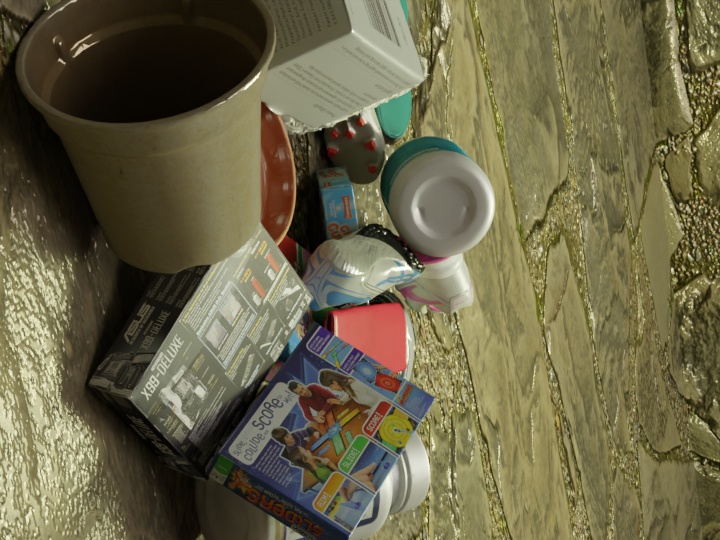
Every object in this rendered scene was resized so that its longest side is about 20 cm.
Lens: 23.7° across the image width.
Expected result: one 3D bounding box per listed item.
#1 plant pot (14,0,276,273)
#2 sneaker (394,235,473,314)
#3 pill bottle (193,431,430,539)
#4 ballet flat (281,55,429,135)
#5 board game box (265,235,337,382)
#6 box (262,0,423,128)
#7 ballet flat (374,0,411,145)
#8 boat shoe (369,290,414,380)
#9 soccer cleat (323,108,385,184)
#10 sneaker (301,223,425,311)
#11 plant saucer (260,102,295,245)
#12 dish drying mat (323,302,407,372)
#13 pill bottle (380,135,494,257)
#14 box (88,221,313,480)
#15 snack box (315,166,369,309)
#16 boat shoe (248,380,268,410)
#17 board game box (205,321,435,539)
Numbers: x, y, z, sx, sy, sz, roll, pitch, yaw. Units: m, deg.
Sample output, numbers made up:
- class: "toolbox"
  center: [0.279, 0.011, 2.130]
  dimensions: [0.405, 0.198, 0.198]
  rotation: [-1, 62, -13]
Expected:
- class: "plant pot"
  center: [-0.157, -0.106, 1.364]
  dimensions: [0.201, 0.200, 0.184]
  rotation: [-71, 162, -44]
- class: "sneaker"
  center: [0.068, 0.006, 1.948]
  dimensions: [0.088, 0.081, 0.200]
  rotation: [68, -12, -15]
- class: "pill bottle"
  center: [-0.040, 0.198, 1.578]
  dimensions: [0.200, 0.120, 0.120]
  rotation: [-10, 98, -36]
- class: "ballet flat"
  center: [-0.007, -0.193, 1.784]
  dimensions: [0.200, 0.072, 0.072]
  rotation: [-26, 116, -37]
- class: "board game box"
  center: [-0.072, 0.043, 1.682]
  dimensions: [0.200, 0.040, 0.153]
  rotation: [38, 37, -63]
- class: "box"
  center: [-0.055, -0.262, 1.618]
  dimensions: [0.199, 0.131, 0.200]
  rotation: [19, 51, -68]
- class: "ballet flat"
  center: [0.020, -0.227, 1.962]
  dimensions: [0.070, 0.065, 0.200]
  rotation: [26, 58, -40]
- class: "boat shoe"
  center: [0.020, 0.122, 1.930]
  dimensions: [0.057, 0.069, 0.200]
  rotation: [1, 89, -68]
- class: "soccer cleat"
  center: [-0.015, -0.187, 1.875]
  dimensions: [0.078, 0.069, 0.200]
  rotation: [-70, 147, -50]
- class: "sneaker"
  center: [0.000, 0.000, 1.730]
  dimensions: [0.072, 0.072, 0.200]
  rotation: [48, 24, 16]
- class: "plant saucer"
  center: [-0.129, -0.106, 1.562]
  dimensions: [0.200, 0.032, 0.200]
  rotation: [32, 51, -49]
- class: "dish drying mat"
  center: [0.005, 0.074, 1.746]
  dimensions: [0.200, 0.018, 0.077]
  rotation: [-4, 95, -68]
- class: "pill bottle"
  center: [0.079, -0.086, 1.860]
  dimensions: [0.200, 0.111, 0.111]
  rotation: [-108, -170, -77]
- class: "box"
  center: [-0.132, 0.059, 1.476]
  dimensions: [0.200, 0.050, 0.158]
  rotation: [-60, 147, -19]
- class: "snack box"
  center: [-0.016, -0.003, 1.834]
  dimensions: [0.116, 0.037, 0.200]
  rotation: [-110, -168, -77]
- class: "boat shoe"
  center: [-0.093, 0.147, 1.639]
  dimensions: [0.201, 0.066, 0.072]
  rotation: [38, 85, -40]
- class: "board game box"
  center: [-0.031, 0.145, 1.517]
  dimensions: [0.200, 0.135, 0.034]
  rotation: [-52, 173, -48]
